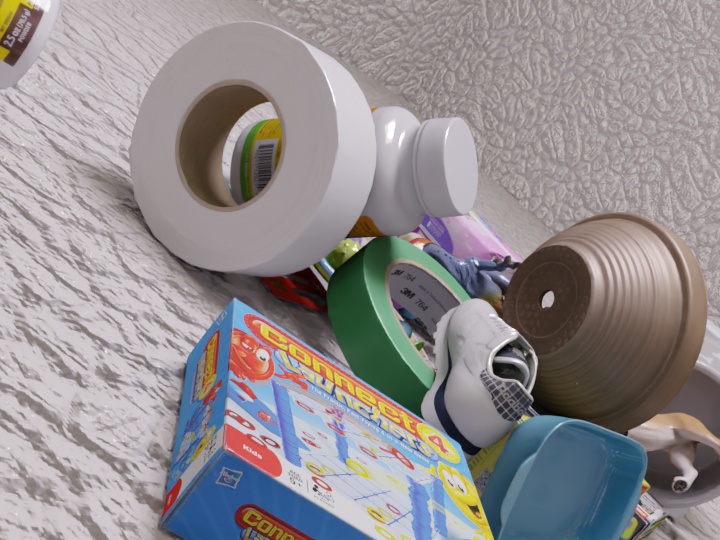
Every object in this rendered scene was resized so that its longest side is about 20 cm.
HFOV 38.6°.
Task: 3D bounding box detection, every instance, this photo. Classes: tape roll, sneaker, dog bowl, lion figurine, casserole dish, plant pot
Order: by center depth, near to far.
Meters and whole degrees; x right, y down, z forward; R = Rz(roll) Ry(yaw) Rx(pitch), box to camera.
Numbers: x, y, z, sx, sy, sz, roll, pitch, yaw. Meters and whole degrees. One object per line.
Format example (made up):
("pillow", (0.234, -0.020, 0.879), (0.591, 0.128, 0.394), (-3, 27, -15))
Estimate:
("casserole dish", (0.153, 0.171, 0.789), (0.039, 0.122, 0.200), (25, 1, 42))
("sneaker", (0.106, 0.074, 0.826), (0.076, 0.080, 0.200), (42, 24, -14))
("tape roll", (-0.090, -0.096, 0.842), (0.202, 0.203, 0.071), (43, 15, 22))
("plant pot", (0.191, 0.036, 0.897), (0.092, 0.201, 0.201), (22, 20, -36))
("tape roll", (0.057, 0.063, 0.906), (0.200, 0.048, 0.201), (38, 28, -25))
("lion figurine", (0.289, 0.162, 1.050), (0.199, 0.073, 0.123), (23, 20, -3))
("dog bowl", (0.332, 0.165, 1.112), (0.200, 0.200, 0.059), (39, 24, 6))

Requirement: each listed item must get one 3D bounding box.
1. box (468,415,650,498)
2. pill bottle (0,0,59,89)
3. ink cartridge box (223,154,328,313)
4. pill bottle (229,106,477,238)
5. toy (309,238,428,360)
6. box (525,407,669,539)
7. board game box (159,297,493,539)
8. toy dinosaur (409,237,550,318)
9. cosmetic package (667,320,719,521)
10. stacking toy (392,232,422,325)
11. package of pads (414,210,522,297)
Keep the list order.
("box", (0.169, 0.179, 0.885), (0.200, 0.075, 0.050), (26, 20, -46))
("pill bottle", (-0.349, -0.235, 0.813), (0.199, 0.109, 0.109), (28, 17, -37))
("ink cartridge box", (-0.077, -0.038, 1.015), (0.200, 0.057, 0.162), (42, 12, 34))
("pill bottle", (-0.004, -0.084, 0.900), (0.199, 0.112, 0.111), (-2, -5, 26))
("toy", (0.000, 0.000, 1.003), (0.201, 0.047, 0.115), (57, 21, 18))
("box", (0.220, 0.193, 1.055), (0.200, 0.035, 0.110), (45, 15, 25))
("board game box", (-0.013, 0.125, 0.614), (0.199, 0.056, 0.196), (34, 14, -17))
("toy dinosaur", (0.105, 0.027, 1.071), (0.181, 0.105, 0.200), (38, -3, -14))
("cosmetic package", (0.356, 0.144, 1.217), (0.200, 0.200, 0.123), (39, 12, 3))
("stacking toy", (0.105, 0.046, 1.159), (0.200, 0.085, 0.085), (37, 12, -21))
("package of pads", (0.109, -0.018, 1.283), (0.075, 0.121, 0.200), (20, 22, -38))
